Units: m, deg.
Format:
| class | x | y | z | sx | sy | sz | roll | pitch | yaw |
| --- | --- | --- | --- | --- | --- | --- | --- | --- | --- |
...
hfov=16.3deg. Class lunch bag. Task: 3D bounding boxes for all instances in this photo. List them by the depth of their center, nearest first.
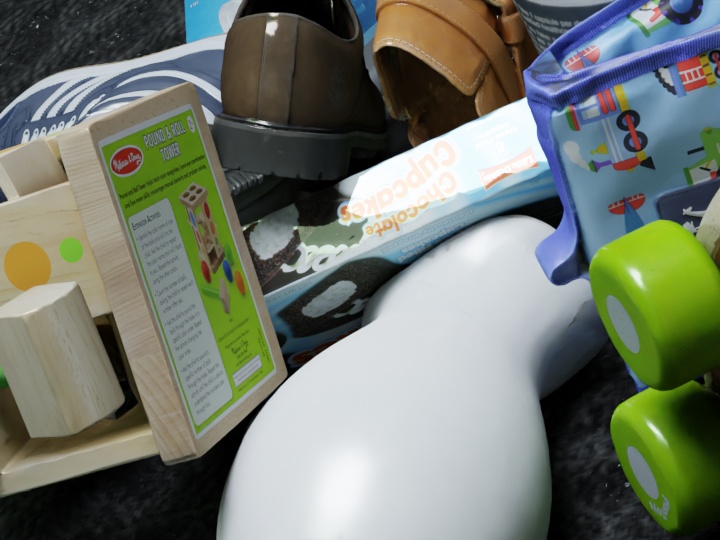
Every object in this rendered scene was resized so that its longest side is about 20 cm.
| class | x | y | z | sx | sy | sz | roll | pitch | yaw |
| --- | --- | --- | --- | --- | --- | --- | --- | --- | --- |
| lunch bag | 0.155 | -0.051 | 0.974 | 0.199 | 0.151 | 0.094 | -27 | 35 | -5 |

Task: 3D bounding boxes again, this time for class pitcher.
| class | x | y | z | sx | sy | sz | roll | pitch | yaw |
| --- | --- | --- | --- | --- | --- | --- | --- | --- | --- |
| pitcher | 0.001 | 0.081 | 0.984 | 0.171 | 0.121 | 0.200 | -27 | 21 | 34 |

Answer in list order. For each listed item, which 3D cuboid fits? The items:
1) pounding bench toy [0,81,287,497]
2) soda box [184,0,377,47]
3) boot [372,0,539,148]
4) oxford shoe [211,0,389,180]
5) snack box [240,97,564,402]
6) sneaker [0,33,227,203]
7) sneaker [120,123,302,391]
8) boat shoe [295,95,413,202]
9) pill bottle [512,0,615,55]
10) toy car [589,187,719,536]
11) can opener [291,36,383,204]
| class | x | y | z | sx | sy | sz | roll | pitch | yaw |
| --- | --- | --- | --- | --- | --- | --- | --- | --- | --- |
| pounding bench toy | -0.141 | 0.024 | 0.926 | 0.155 | 0.125 | 0.200 | -16 | 7 | 16 |
| soda box | 0.013 | -0.141 | 1.268 | 0.199 | 0.068 | 0.064 | -23 | 36 | 10 |
| boot | 0.029 | -0.146 | 1.099 | 0.074 | 0.200 | 0.155 | -24 | 29 | 42 |
| oxford shoe | -0.021 | -0.090 | 1.083 | 0.072 | 0.085 | 0.200 | 6 | 8 | 1 |
| snack box | 0.000 | 0.000 | 1.068 | 0.199 | 0.116 | 0.037 | -24 | 69 | 8 |
| sneaker | -0.133 | -0.054 | 1.228 | 0.199 | 0.070 | 0.109 | -17 | 19 | 31 |
| sneaker | -0.111 | 0.005 | 1.117 | 0.199 | 0.091 | 0.076 | -29 | 38 | -13 |
| boat shoe | 0.044 | -0.076 | 1.178 | 0.067 | 0.057 | 0.200 | 16 | 56 | 45 |
| pill bottle | 0.123 | -0.127 | 1.061 | 0.119 | 0.200 | 0.120 | -19 | 37 | 15 |
| toy car | 0.200 | 0.055 | 0.850 | 0.164 | 0.158 | 0.200 | -26 | 46 | -12 |
| can opener | -0.038 | -0.045 | 1.201 | 0.200 | 0.053 | 0.066 | -43 | 37 | -18 |
